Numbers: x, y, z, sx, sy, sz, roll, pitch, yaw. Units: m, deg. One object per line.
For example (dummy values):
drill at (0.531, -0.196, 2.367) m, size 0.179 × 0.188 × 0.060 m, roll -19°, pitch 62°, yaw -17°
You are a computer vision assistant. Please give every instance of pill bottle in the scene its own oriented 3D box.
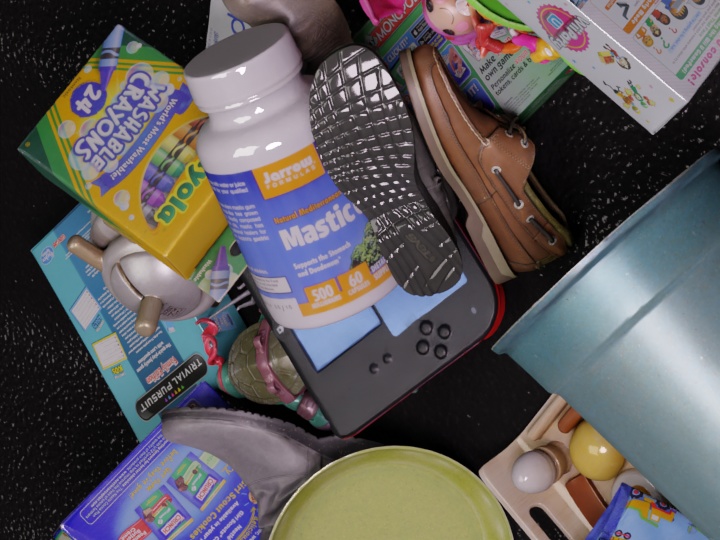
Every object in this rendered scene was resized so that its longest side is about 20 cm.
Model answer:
pill bottle at (-0.050, -0.069, 1.699) m, size 0.112 × 0.112 × 0.201 m, roll -1°, pitch 122°, yaw 44°

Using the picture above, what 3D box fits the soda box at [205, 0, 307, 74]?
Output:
soda box at (-0.067, -0.216, 1.794) m, size 0.063 × 0.068 × 0.201 m, roll 29°, pitch 125°, yaw 32°

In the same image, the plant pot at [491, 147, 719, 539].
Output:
plant pot at (0.223, 0.058, 1.556) m, size 0.196 × 0.200 × 0.200 m, roll 48°, pitch 134°, yaw 7°

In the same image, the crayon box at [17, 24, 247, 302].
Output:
crayon box at (-0.146, -0.083, 1.791) m, size 0.200 × 0.126 × 0.052 m, roll 35°, pitch 172°, yaw 27°

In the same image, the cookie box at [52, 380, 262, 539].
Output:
cookie box at (-0.119, 0.223, 1.922) m, size 0.200 × 0.171 × 0.075 m, roll 45°, pitch 164°, yaw 1°

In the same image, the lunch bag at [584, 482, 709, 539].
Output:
lunch bag at (0.206, 0.266, 1.705) m, size 0.150 × 0.094 × 0.200 m, roll 27°, pitch 141°, yaw 1°

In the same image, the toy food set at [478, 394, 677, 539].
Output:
toy food set at (0.179, 0.138, 1.714) m, size 0.144 × 0.060 × 0.200 m, roll 50°, pitch 134°, yaw 17°

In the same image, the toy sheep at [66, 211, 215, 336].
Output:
toy sheep at (-0.157, -0.028, 1.891) m, size 0.137 × 0.201 × 0.138 m, roll 9°, pitch 142°, yaw 7°

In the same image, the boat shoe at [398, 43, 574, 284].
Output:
boat shoe at (0.090, -0.084, 1.670) m, size 0.068 × 0.072 × 0.201 m, roll -21°, pitch 126°, yaw 12°

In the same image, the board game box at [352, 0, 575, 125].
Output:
board game box at (0.088, -0.172, 1.692) m, size 0.135 × 0.029 × 0.200 m, roll 56°, pitch 136°, yaw 11°

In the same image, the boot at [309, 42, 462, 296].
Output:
boot at (0.017, -0.088, 1.664) m, size 0.067 × 0.131 × 0.201 m, roll -19°, pitch 118°, yaw 10°

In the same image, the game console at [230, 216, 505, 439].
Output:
game console at (0.000, 0.000, 1.792) m, size 0.176 × 0.031 × 0.201 m, roll -36°, pitch 75°, yaw 18°

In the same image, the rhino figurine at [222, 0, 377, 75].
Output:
rhino figurine at (-0.059, -0.182, 1.727) m, size 0.087 × 0.060 × 0.200 m, roll -37°, pitch 108°, yaw 29°

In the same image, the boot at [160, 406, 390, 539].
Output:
boot at (-0.072, 0.184, 1.869) m, size 0.070 × 0.198 × 0.133 m, roll 122°, pitch 161°, yaw -82°

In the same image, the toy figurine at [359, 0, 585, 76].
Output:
toy figurine at (0.076, -0.203, 1.608) m, size 0.200 × 0.150 × 0.184 m, roll 49°, pitch 154°, yaw -18°

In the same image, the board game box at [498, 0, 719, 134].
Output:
board game box at (0.155, -0.207, 1.480) m, size 0.200 × 0.148 × 0.064 m, roll 40°, pitch 157°, yaw -1°

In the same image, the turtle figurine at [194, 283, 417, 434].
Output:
turtle figurine at (-0.047, 0.068, 1.880) m, size 0.199 × 0.101 × 0.151 m, roll -16°, pitch 100°, yaw 38°

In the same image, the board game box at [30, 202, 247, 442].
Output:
board game box at (-0.183, 0.028, 2.024) m, size 0.151 × 0.047 × 0.201 m, roll -37°, pitch 81°, yaw 45°

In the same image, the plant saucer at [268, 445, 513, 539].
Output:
plant saucer at (0.021, 0.230, 1.843) m, size 0.031 × 0.198 × 0.202 m, roll -129°, pitch 26°, yaw -77°
